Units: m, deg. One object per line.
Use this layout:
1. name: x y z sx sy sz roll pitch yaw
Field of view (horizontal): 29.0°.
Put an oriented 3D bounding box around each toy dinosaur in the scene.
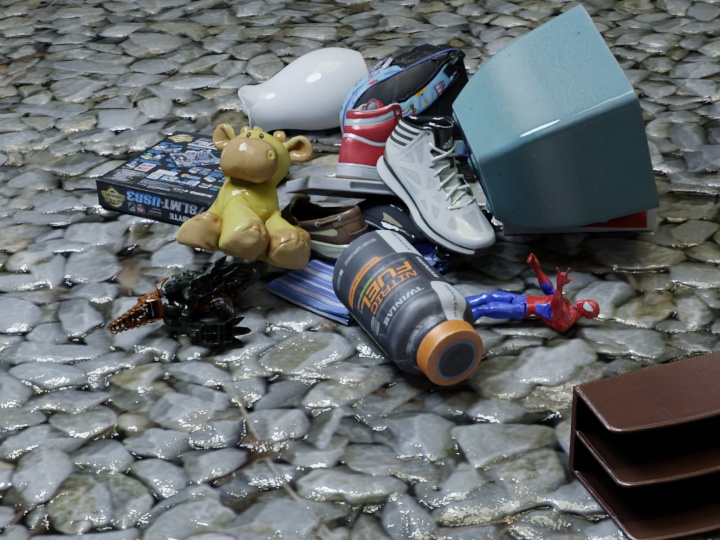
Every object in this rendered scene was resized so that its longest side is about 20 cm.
1. toy dinosaur: -0.198 0.040 1.625 0.200 0.102 0.136 -43 30 -26

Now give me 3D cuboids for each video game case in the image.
1. video game case: 0.014 -0.104 1.818 0.199 0.018 0.143 4 -1 -15

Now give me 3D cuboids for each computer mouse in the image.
1. computer mouse: 0.074 -0.071 1.781 0.200 0.046 0.140 17 32 38

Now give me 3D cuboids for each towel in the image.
1. towel: 0.000 0.000 1.723 0.145 0.024 0.200 21 36 38

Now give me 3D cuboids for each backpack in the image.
1. backpack: 0.058 -0.210 1.963 0.200 0.183 0.134 -27 26 -18

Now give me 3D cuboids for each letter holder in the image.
1. letter holder: 0.318 0.164 1.307 0.199 0.101 0.142 -11 31 -16

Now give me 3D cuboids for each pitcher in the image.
1. pitcher: -0.089 -0.275 2.168 0.199 0.122 0.172 -18 14 -5

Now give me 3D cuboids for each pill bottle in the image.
1. pill bottle: 0.056 0.045 1.537 0.106 0.107 0.200 -16 36 -23

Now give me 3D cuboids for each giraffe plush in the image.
1. giraffe plush: -0.131 -0.097 1.700 0.172 0.163 0.200 12 1 -16

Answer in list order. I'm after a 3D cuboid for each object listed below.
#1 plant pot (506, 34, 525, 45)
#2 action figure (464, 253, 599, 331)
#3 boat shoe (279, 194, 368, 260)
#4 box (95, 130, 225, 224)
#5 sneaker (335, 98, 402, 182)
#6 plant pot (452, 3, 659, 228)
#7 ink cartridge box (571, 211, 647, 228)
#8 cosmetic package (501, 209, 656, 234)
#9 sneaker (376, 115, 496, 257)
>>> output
1. plant pot: 0.272 -0.282 2.111 0.200 0.135 0.200 -2 27 1
2. action figure: 0.176 0.019 1.599 0.199 0.099 0.065 5 30 10
3. boat shoe: -0.073 -0.064 1.773 0.202 0.075 0.075 5 27 33
4. box: -0.235 -0.132 1.964 0.199 0.050 0.198 12 31 26
5. sneaker: 0.057 -0.168 1.861 0.200 0.113 0.071 4 1 -40
6. plant pot: 0.228 -0.166 1.706 0.199 0.196 0.197 -21 46 4
7. ink cartridge box: 0.289 -0.120 1.791 0.160 0.047 0.200 2 30 9
8. cosmetic package: 0.285 -0.106 1.865 0.199 0.052 0.151 -1 32 3
9. sneaker: 0.100 -0.112 1.690 0.076 0.116 0.201 -24 58 -35
